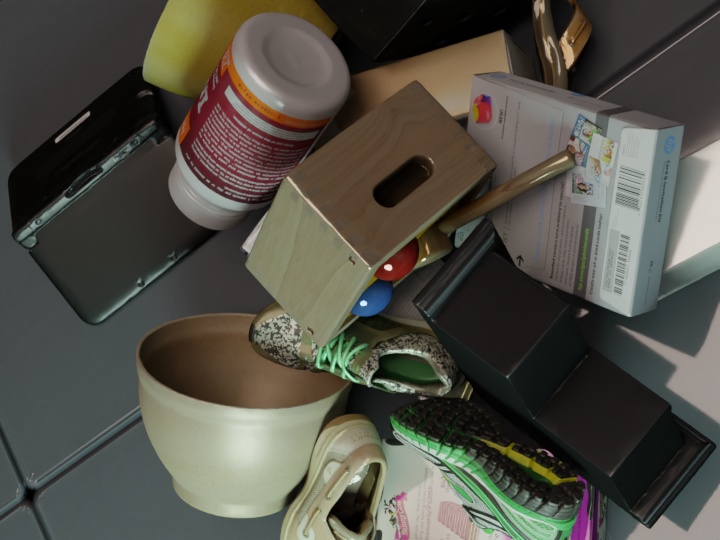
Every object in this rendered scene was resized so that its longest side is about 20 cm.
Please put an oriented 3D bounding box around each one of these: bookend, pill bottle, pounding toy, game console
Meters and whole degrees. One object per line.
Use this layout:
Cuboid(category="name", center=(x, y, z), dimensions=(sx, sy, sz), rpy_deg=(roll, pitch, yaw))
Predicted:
Cuboid(category="bookend", center=(0.166, 0.084, 1.228), dimensions=(0.198, 0.200, 0.092), rpy_deg=(37, 81, 34))
Cuboid(category="pill bottle", center=(-0.099, -0.128, 1.383), dimensions=(0.114, 0.112, 0.200), rpy_deg=(60, 138, 20))
Cuboid(category="pounding toy", center=(0.038, -0.048, 1.266), dimensions=(0.200, 0.184, 0.142), rpy_deg=(-38, 80, -29))
Cuboid(category="game console", center=(-0.253, -0.079, 1.586), dimensions=(0.199, 0.116, 0.177), rpy_deg=(-37, 39, 13))

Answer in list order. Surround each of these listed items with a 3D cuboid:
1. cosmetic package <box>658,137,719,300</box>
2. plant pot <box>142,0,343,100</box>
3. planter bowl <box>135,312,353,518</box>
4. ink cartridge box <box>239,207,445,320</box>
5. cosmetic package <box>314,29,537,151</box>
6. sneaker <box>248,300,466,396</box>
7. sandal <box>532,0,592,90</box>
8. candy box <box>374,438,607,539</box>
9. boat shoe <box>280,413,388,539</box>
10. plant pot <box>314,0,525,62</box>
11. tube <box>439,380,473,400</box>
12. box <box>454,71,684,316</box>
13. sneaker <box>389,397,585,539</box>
Cuboid(category="cosmetic package", center=(0.304, -0.057, 1.295), dimensions=(0.199, 0.107, 0.085), rpy_deg=(-30, 74, 17))
Cuboid(category="plant pot", center=(-0.097, -0.233, 1.471), dimensions=(0.141, 0.200, 0.201), rpy_deg=(31, 94, 0))
Cuboid(category="planter bowl", center=(-0.110, 0.140, 1.405), dimensions=(0.199, 0.200, 0.136), rpy_deg=(17, 113, 25))
Cuboid(category="ink cartridge box", center=(0.000, 0.000, 1.393), dimensions=(0.200, 0.050, 0.109), rpy_deg=(39, 82, -3))
Cuboid(category="cosmetic package", center=(0.061, -0.151, 1.419), dimensions=(0.198, 0.105, 0.072), rpy_deg=(-14, 77, 19))
Cuboid(category="sneaker", center=(-0.001, 0.068, 1.319), dimensions=(0.198, 0.089, 0.078), rpy_deg=(9, 103, 4))
Cuboid(category="sandal", center=(0.187, -0.199, 1.392), dimensions=(0.053, 0.080, 0.202), rpy_deg=(-7, 79, 6))
Cuboid(category="candy box", center=(0.114, 0.223, 1.351), dimensions=(0.198, 0.061, 0.138), rpy_deg=(1, 80, 22))
Cuboid(category="boat shoe", center=(-0.020, 0.223, 1.362), dimensions=(0.065, 0.072, 0.201), rpy_deg=(56, 137, 46))
Cuboid(category="plant pot", center=(0.059, -0.302, 1.363), dimensions=(0.200, 0.198, 0.179), rpy_deg=(-42, 67, 53))
Cuboid(category="tube", center=(0.026, 0.054, 1.428), dimensions=(0.199, 0.052, 0.058), rpy_deg=(26, 130, 20))
Cuboid(category="box", center=(0.168, -0.067, 1.274), dimensions=(0.199, 0.041, 0.158), rpy_deg=(23, 115, 42))
Cuboid(category="sneaker", center=(0.095, 0.175, 1.294), dimensions=(0.199, 0.078, 0.086), rpy_deg=(34, 126, 37))
